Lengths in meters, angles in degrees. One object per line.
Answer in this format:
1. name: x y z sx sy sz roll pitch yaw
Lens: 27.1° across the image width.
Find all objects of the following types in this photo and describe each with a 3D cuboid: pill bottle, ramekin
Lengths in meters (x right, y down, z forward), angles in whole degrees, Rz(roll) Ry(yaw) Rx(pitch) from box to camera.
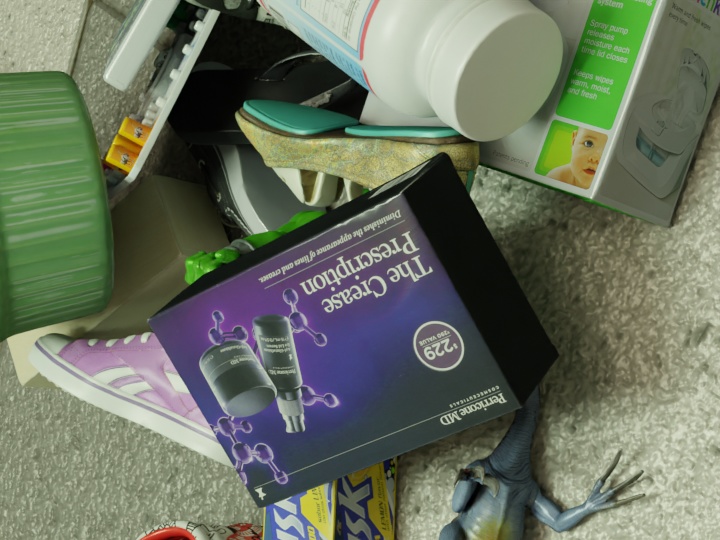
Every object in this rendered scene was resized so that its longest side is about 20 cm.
1. pill bottle: 0.026 -0.161 0.899 0.200 0.109 0.109 42 106 37
2. ramekin: -0.244 -0.050 1.079 0.200 0.097 0.201 169 90 -71

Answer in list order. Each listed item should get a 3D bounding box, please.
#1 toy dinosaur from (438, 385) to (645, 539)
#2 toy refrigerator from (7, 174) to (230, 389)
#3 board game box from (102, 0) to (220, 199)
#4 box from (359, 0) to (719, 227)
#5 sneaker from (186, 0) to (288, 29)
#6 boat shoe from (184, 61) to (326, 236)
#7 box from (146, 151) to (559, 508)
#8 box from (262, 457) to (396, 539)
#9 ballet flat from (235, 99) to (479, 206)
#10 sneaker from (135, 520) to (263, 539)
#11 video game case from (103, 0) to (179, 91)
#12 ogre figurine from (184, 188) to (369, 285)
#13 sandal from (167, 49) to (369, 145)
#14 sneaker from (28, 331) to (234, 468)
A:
1. toy dinosaur: 0.070 0.148 0.932 0.200 0.105 0.182 -29 41 45
2. toy refrigerator: -0.194 0.014 1.187 0.200 0.070 0.076 -37 62 29
3. board game box: -0.152 -0.148 1.120 0.200 0.026 0.200 -66 15 -12
4. box: 0.124 -0.143 0.947 0.200 0.097 0.177 24 97 41
5. sneaker: -0.037 -0.196 1.022 0.088 0.200 0.076 37 114 33
6. boat shoe: -0.090 -0.069 1.126 0.200 0.070 0.066 57 135 29
7. box: -0.006 0.040 0.891 0.200 0.079 0.141 -26 101 31
8. box: -0.020 0.155 1.008 0.064 0.070 0.201 -8 75 38
9. ballet flat: -0.009 -0.067 0.949 0.200 0.071 0.071 14 88 42
10. sneaker: -0.151 0.228 1.072 0.201 0.108 0.067 -28 63 32
11. video game case: -0.134 -0.235 1.118 0.200 0.023 0.182 -59 14 8
12. ogre figurine: 0.000 0.000 0.986 0.200 0.120 0.098 -10 109 31
13. sandal: -0.047 -0.125 1.070 0.200 0.043 0.076 -6 58 13
14. sneaker: -0.147 0.061 1.121 0.200 0.073 0.115 21 89 16
